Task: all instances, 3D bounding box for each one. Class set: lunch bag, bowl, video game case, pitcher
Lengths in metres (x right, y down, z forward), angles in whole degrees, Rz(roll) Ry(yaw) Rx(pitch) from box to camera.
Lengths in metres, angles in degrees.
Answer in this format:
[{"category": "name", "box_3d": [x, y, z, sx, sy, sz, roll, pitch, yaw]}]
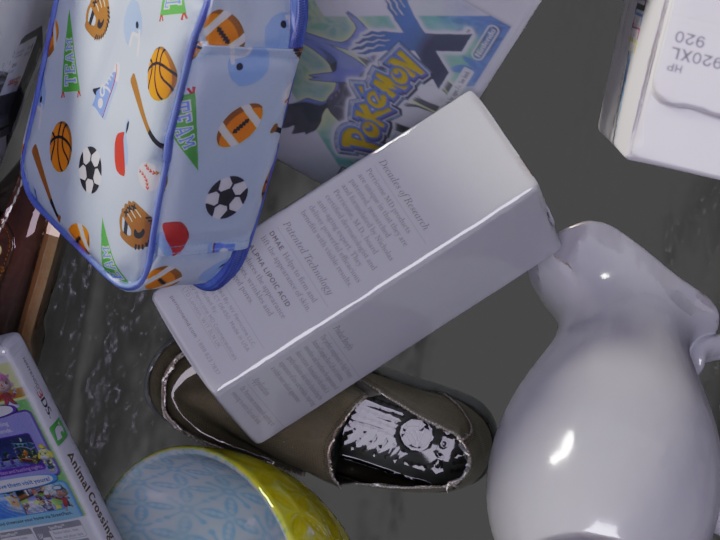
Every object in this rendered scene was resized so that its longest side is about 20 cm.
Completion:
[{"category": "lunch bag", "box_3d": [-0.102, -0.100, 1.295, 0.075, 0.160, 0.200, -1, 120, -36]}, {"category": "bowl", "box_3d": [-0.055, 0.192, 1.412, 0.108, 0.200, 0.200, 0, 101, -43]}, {"category": "video game case", "box_3d": [-0.229, 0.130, 1.400, 0.200, 0.022, 0.182, -12, 113, 28]}, {"category": "pitcher", "box_3d": [0.155, 0.092, 1.373, 0.171, 0.200, 0.121, 22, 138, -10]}, {"category": "video game case", "box_3d": [-0.020, -0.129, 1.360, 0.182, 0.022, 0.200, 29, 139, -3]}]

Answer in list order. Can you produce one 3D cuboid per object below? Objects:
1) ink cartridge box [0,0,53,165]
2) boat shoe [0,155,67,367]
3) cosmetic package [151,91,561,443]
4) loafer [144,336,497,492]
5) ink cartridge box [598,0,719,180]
[{"category": "ink cartridge box", "box_3d": [-0.219, -0.114, 1.333, 0.084, 0.145, 0.200, 19, 78, 3]}, {"category": "boat shoe", "box_3d": [-0.197, -0.002, 1.416, 0.070, 0.070, 0.200, 16, 97, -3]}, {"category": "cosmetic package", "box_3d": [0.000, 0.000, 1.361, 0.200, 0.102, 0.074, -34, 68, -2]}, {"category": "loafer", "box_3d": [-0.020, 0.077, 1.426, 0.200, 0.070, 0.075, 11, 98, -1]}, {"category": "ink cartridge box", "box_3d": [0.214, -0.118, 1.331, 0.147, 0.200, 0.145, 12, 98, -1]}]
